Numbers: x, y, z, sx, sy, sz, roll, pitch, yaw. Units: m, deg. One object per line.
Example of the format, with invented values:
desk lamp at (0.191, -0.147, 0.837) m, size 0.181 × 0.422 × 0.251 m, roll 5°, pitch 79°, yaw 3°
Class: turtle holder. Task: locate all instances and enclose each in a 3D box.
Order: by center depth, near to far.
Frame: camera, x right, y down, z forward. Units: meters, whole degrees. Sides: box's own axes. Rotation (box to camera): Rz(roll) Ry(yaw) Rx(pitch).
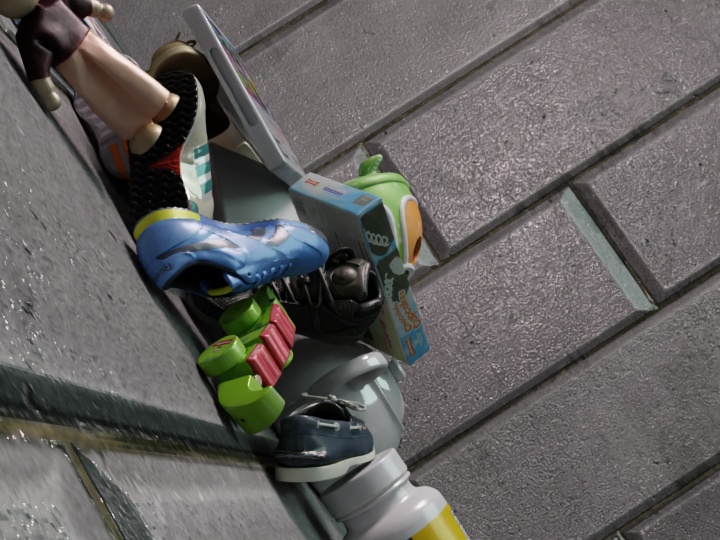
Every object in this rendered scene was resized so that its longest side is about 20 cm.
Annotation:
turtle holder at (-0.015, -0.035, 1.254) m, size 0.132 × 0.185 × 0.141 m, roll 66°, pitch -21°, yaw 17°

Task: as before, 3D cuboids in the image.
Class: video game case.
video game case at (-0.118, -0.177, 1.152) m, size 0.183 × 0.023 × 0.200 m, roll 61°, pitch 3°, yaw 3°

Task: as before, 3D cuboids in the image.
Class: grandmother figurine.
grandmother figurine at (-0.248, -0.194, 0.932) m, size 0.200 × 0.060 × 0.122 m, roll 42°, pitch 43°, yaw -29°

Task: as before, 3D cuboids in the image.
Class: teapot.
teapot at (-0.016, 0.144, 1.176) m, size 0.198 × 0.146 × 0.200 m, roll 58°, pitch -1°, yaw -28°

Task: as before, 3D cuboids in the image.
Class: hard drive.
hard drive at (-0.132, -0.172, 1.327) m, size 0.200 × 0.027 × 0.132 m, roll 54°, pitch 0°, yaw -24°

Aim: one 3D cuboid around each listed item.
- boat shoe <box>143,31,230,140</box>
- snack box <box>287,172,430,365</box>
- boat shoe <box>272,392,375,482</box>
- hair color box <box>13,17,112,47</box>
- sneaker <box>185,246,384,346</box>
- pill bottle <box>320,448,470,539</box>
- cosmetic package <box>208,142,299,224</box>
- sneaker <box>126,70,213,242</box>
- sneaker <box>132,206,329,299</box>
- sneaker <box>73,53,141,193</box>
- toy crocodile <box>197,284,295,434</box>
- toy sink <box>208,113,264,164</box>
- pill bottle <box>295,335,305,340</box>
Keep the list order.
boat shoe at (-0.188, -0.196, 1.143) m, size 0.200 × 0.073 × 0.063 m, roll 90°, pitch -25°, yaw -75°
snack box at (0.000, 0.000, 1.139) m, size 0.116 × 0.037 × 0.201 m, roll 24°, pitch -37°, yaw 46°
boat shoe at (-0.032, 0.144, 0.973) m, size 0.200 × 0.075 × 0.062 m, roll 0°, pitch 90°, yaw -73°
hair color box at (-0.330, -0.275, 1.172) m, size 0.100 × 0.060 × 0.200 m, roll 57°, pitch -2°, yaw 15°
sneaker at (-0.064, 0.017, 1.047) m, size 0.114 × 0.199 × 0.077 m, roll -49°, pitch -142°, yaw 48°
pill bottle at (0.050, 0.268, 0.985) m, size 0.200 × 0.111 × 0.111 m, roll 57°, pitch -2°, yaw 4°
cosmetic package at (-0.126, -0.039, 1.184) m, size 0.113 × 0.081 × 0.200 m, roll 22°, pitch 33°, yaw -29°
sneaker at (-0.176, -0.091, 1.029) m, size 0.093 × 0.070 × 0.201 m, roll 72°, pitch 13°, yaw -64°
sneaker at (-0.103, -0.003, 0.946) m, size 0.200 × 0.066 × 0.079 m, roll 5°, pitch 47°, yaw -42°
sneaker at (-0.239, -0.133, 1.137) m, size 0.112 × 0.077 × 0.200 m, roll 67°, pitch 2°, yaw -52°
toy crocodile at (-0.086, 0.069, 0.917) m, size 0.068 × 0.062 × 0.200 m, roll 59°, pitch 17°, yaw -18°
toy sink at (-0.146, -0.074, 1.360) m, size 0.200 × 0.112 × 0.130 m, roll 53°, pitch 0°, yaw -31°
pill bottle at (-0.049, 0.143, 1.430) m, size 0.200 × 0.109 × 0.109 m, roll 58°, pitch -2°, yaw -31°
